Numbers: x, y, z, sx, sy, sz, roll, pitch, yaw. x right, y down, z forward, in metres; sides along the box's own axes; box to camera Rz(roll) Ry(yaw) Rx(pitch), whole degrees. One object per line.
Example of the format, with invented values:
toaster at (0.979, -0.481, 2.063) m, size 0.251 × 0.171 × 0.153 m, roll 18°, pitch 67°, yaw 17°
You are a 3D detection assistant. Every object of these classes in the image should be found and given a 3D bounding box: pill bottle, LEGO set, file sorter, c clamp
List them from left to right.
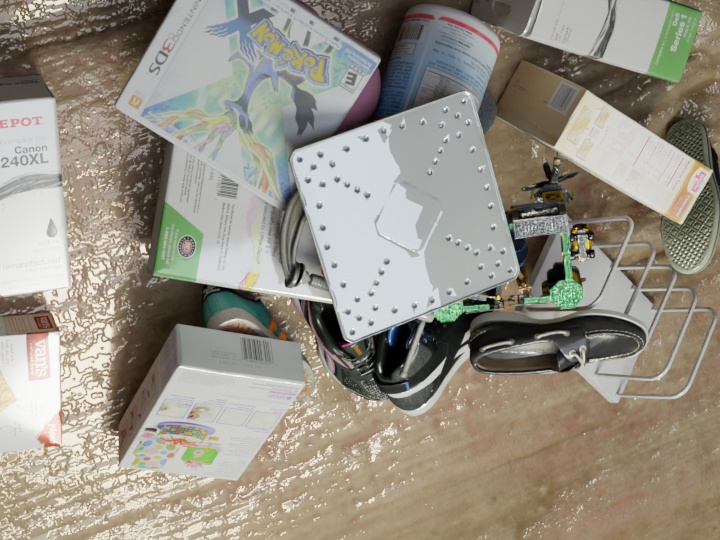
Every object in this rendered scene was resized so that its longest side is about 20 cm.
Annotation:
c clamp at (0.000, 0.000, 1.424) m, size 0.199 × 0.027 × 0.172 m, roll 23°, pitch 93°, yaw -22°
pill bottle at (0.068, -0.169, 1.479) m, size 0.108 × 0.108 × 0.202 m, roll 24°, pitch 81°, yaw -28°
LEGO set at (0.152, -0.034, 1.524) m, size 0.198 × 0.116 × 0.155 m, roll -13°, pitch 119°, yaw 9°
file sorter at (0.308, 0.047, 1.654) m, size 0.200 × 0.124 × 0.139 m, roll 42°, pitch 65°, yaw -30°

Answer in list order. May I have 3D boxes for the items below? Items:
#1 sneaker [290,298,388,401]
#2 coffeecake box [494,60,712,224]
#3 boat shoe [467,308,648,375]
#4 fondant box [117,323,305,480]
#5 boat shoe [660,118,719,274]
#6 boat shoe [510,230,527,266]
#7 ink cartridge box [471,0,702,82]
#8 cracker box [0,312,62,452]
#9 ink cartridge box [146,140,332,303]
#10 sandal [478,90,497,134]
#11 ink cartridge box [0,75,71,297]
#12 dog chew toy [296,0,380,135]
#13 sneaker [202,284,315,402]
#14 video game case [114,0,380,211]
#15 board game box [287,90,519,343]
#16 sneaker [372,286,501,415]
sneaker at (-0.015, 0.081, 1.583) m, size 0.080 × 0.086 × 0.200 m, roll -39°, pitch 120°, yaw -2°
coffeecake box at (0.270, -0.144, 1.574) m, size 0.199 × 0.153 × 0.073 m, roll 27°, pitch 98°, yaw -28°
boat shoe at (0.218, 0.084, 1.550) m, size 0.198 × 0.061 × 0.074 m, roll 2°, pitch 135°, yaw 6°
fondant box at (-0.164, 0.146, 1.512) m, size 0.143 × 0.059 × 0.200 m, roll 10°, pitch 136°, yaw -25°
boat shoe at (0.394, -0.082, 1.651) m, size 0.074 × 0.202 × 0.062 m, roll -13°, pitch 146°, yaw 29°
boat shoe at (0.102, -0.027, 1.590) m, size 0.198 × 0.084 × 0.069 m, roll -8°, pitch 124°, yaw -22°
ink cartridge box at (0.241, -0.278, 1.516) m, size 0.198 × 0.146 × 0.085 m, roll 12°, pitch 104°, yaw -26°
cracker box at (-0.412, 0.122, 1.455) m, size 0.198 × 0.058 × 0.135 m, roll -5°, pitch 112°, yaw -21°
ink cartridge box at (-0.111, -0.052, 1.456) m, size 0.198 × 0.084 × 0.146 m, roll 9°, pitch 89°, yaw -14°
sandal at (0.072, -0.128, 1.571) m, size 0.200 × 0.043 × 0.076 m, roll -42°, pitch 127°, yaw -13°
ink cartridge box at (-0.369, -0.080, 1.379) m, size 0.144 × 0.083 × 0.202 m, roll -8°, pitch 113°, yaw -19°
dog chew toy at (-0.074, -0.218, 1.430) m, size 0.200 × 0.125 × 0.125 m, roll 41°, pitch 92°, yaw -21°
sneaker at (-0.112, 0.077, 1.556) m, size 0.071 × 0.080 × 0.200 m, roll -28°, pitch 141°, yaw 8°
video game case at (-0.110, -0.185, 1.370) m, size 0.199 × 0.022 × 0.183 m, roll 31°, pitch 104°, yaw -11°
board game box at (0.044, -0.055, 1.403) m, size 0.198 × 0.026 × 0.202 m, roll -21°, pitch 104°, yaw -14°
sneaker at (0.087, 0.060, 1.587) m, size 0.201 × 0.073 × 0.112 m, roll -58°, pitch 146°, yaw -13°
